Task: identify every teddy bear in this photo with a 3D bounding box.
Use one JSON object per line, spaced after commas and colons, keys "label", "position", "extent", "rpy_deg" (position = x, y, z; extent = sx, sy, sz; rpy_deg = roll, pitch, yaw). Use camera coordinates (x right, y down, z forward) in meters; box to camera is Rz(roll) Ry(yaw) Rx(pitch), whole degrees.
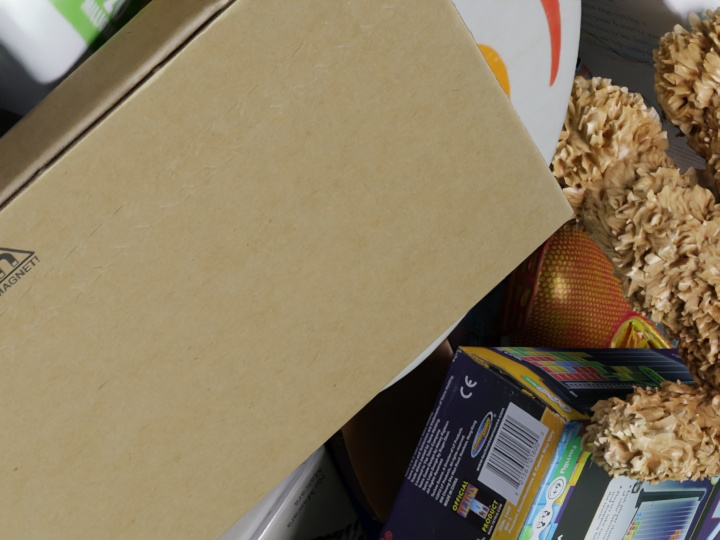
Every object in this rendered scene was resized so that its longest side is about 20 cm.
{"label": "teddy bear", "position": [0.134, 0.009, 0.855], "extent": [0.144, 0.201, 0.067], "rpy_deg": [-12, 166, -4]}

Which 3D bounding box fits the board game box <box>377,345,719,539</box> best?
{"label": "board game box", "position": [0.065, 0.126, 0.964], "extent": [0.165, 0.057, 0.201], "rpy_deg": [2, 115, -52]}

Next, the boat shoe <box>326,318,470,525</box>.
{"label": "boat shoe", "position": [0.000, 0.000, 0.964], "extent": [0.070, 0.070, 0.201], "rpy_deg": [-118, -163, -73]}

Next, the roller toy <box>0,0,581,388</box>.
{"label": "roller toy", "position": [-0.022, -0.056, 0.807], "extent": [0.183, 0.139, 0.200], "rpy_deg": [-61, 152, -5]}

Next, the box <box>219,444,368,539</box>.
{"label": "box", "position": [-0.039, 0.127, 1.044], "extent": [0.082, 0.068, 0.200], "rpy_deg": [-54, 152, -18]}

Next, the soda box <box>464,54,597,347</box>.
{"label": "soda box", "position": [0.056, -0.050, 1.053], "extent": [0.201, 0.068, 0.064], "rpy_deg": [-63, 154, -2]}

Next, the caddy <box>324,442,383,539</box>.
{"label": "caddy", "position": [0.056, 0.103, 1.157], "extent": [0.142, 0.105, 0.200], "rpy_deg": [-55, 154, -18]}

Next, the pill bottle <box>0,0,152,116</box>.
{"label": "pill bottle", "position": [-0.064, -0.149, 0.680], "extent": [0.201, 0.111, 0.111], "rpy_deg": [-57, 154, -11]}

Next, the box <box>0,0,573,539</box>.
{"label": "box", "position": [-0.045, 0.006, 0.695], "extent": [0.200, 0.021, 0.164], "rpy_deg": [-43, 143, -4]}

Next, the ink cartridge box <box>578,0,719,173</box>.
{"label": "ink cartridge box", "position": [0.110, -0.111, 0.946], "extent": [0.068, 0.116, 0.200], "rpy_deg": [-47, 122, -9]}

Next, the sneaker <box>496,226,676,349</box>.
{"label": "sneaker", "position": [0.109, 0.044, 1.052], "extent": [0.073, 0.077, 0.200], "rpy_deg": [-64, 144, -23]}
